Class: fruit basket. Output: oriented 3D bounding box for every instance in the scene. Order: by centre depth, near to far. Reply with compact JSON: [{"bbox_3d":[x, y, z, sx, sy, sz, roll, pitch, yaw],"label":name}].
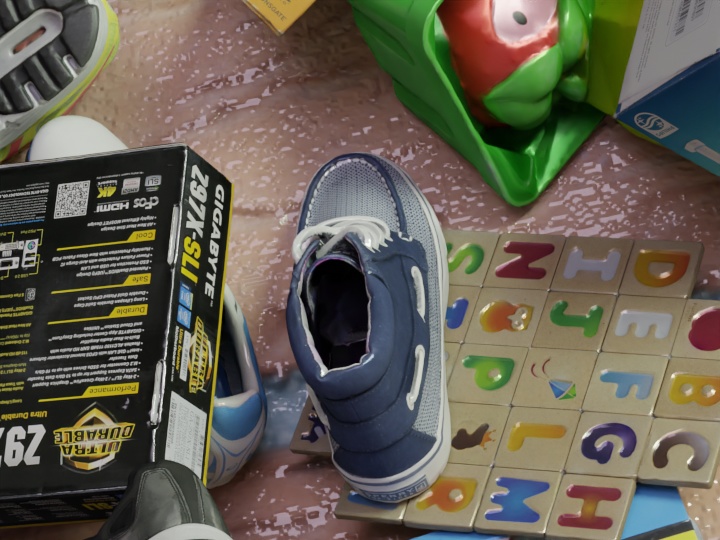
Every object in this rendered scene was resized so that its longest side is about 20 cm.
[{"bbox_3d":[0.121,-0.127,1.374,0.214,0.156,0.217,-15,47,17],"label":"fruit basket"}]

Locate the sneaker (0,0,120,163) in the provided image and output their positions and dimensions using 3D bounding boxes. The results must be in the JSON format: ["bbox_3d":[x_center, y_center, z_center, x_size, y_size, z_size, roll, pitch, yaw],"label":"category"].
[{"bbox_3d":[-0.193,-0.073,1.435,0.199,0.090,0.079,-30,86,15],"label":"sneaker"}]

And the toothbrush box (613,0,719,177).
[{"bbox_3d":[0.227,-0.096,1.304,0.199,0.085,0.147,29,62,-21],"label":"toothbrush box"}]

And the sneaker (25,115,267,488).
[{"bbox_3d":[-0.094,0.003,1.363,0.071,0.073,0.201,-10,59,-34],"label":"sneaker"}]

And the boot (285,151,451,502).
[{"bbox_3d":[0.000,0.000,1.326,0.072,0.091,0.201,-17,46,6],"label":"boot"}]

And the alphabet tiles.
[{"bbox_3d":[0.072,0.048,1.323,0.199,0.006,0.167,3,51,24],"label":"alphabet tiles"}]

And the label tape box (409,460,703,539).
[{"bbox_3d":[0.093,0.187,1.235,0.142,0.066,0.201,-18,43,0],"label":"label tape box"}]

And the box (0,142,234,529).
[{"bbox_3d":[-0.159,0.034,1.318,0.199,0.049,0.161,-7,67,25],"label":"box"}]

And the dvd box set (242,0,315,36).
[{"bbox_3d":[0.018,-0.201,1.403,0.029,0.146,0.200,44,96,-14],"label":"dvd box set"}]

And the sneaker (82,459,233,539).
[{"bbox_3d":[-0.097,0.160,1.239,0.066,0.201,0.091,8,36,-22],"label":"sneaker"}]
